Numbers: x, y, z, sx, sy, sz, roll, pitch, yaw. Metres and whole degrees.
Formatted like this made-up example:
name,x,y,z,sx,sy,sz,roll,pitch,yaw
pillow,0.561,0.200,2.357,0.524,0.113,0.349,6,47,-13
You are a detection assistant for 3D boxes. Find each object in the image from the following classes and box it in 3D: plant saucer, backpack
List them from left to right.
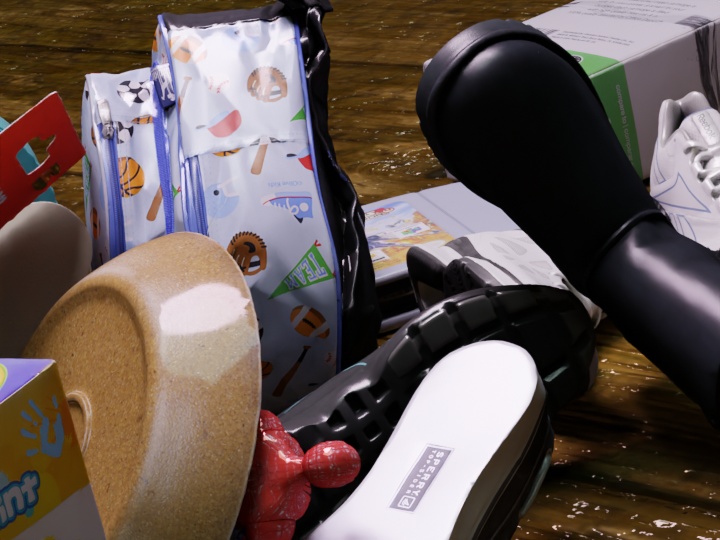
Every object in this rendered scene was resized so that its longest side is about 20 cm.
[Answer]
name,x,y,z,sx,sy,sz,roll,pitch,yaw
plant saucer,-0.112,0.076,1.036,0.035,0.200,0.200,18,2,-32
backpack,-0.064,-0.019,1.240,0.154,0.200,0.191,-16,59,-5

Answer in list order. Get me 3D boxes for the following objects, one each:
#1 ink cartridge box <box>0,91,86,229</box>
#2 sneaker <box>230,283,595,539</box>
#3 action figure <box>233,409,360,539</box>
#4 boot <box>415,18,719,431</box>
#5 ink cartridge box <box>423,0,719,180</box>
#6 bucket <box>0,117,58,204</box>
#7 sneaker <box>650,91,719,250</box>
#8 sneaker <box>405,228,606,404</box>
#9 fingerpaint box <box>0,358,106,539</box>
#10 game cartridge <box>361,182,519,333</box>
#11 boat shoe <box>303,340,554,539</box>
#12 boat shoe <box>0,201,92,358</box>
name,x,y,z,sx,sy,sz,roll,pitch,yaw
ink cartridge box,-0.191,0.015,1.114,0.200,0.047,0.160,-44,-4,-6
sneaker,0.013,0.062,1.127,0.200,0.075,0.079,-28,10,-6
action figure,-0.063,0.097,1.032,0.052,0.066,0.200,4,-15,-33
boot,0.126,-0.013,1.076,0.076,0.200,0.168,-45,45,-3
ink cartridge box,0.165,-0.120,1.545,0.200,0.084,0.146,-24,22,-29
bucket,-0.272,-0.007,1.356,0.135,0.207,0.207,13,31,38
sneaker,0.190,-0.036,1.293,0.074,0.087,0.200,-14,20,-8
sneaker,0.105,0.007,1.243,0.115,0.076,0.200,-19,18,-12
fingerpaint box,-0.173,0.148,0.899,0.073,0.167,0.200,-2,23,30
game cartridge,0.000,0.000,1.397,0.200,0.042,0.133,-18,24,-13
boat shoe,0.020,0.121,1.003,0.072,0.068,0.200,10,51,34
boat shoe,-0.208,0.046,1.227,0.201,0.074,0.063,-52,2,4
